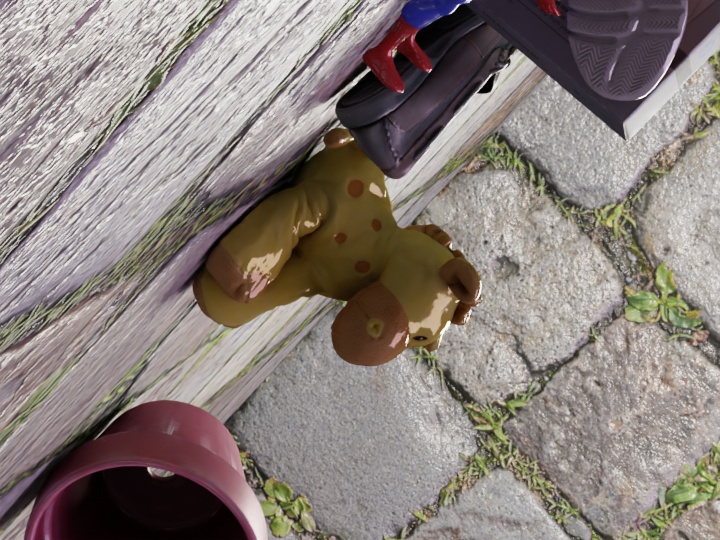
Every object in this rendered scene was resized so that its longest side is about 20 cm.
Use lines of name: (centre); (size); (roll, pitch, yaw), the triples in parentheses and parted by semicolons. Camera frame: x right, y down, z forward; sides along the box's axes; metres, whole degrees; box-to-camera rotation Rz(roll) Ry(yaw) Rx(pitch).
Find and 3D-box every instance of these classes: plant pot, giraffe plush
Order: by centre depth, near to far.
giraffe plush: (0.000, 0.000, 1.780); (0.200, 0.162, 0.173); (-46, 177, 4)
plant pot: (-0.173, 0.205, 2.100); (0.200, 0.200, 0.179); (-47, -167, 21)

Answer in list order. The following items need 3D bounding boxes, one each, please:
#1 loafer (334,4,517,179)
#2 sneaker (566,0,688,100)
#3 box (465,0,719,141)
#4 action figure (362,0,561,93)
loafer: (0.059, -0.132, 1.658); (0.072, 0.063, 0.200); (-9, -155, 48)
sneaker: (0.180, -0.212, 1.548); (0.112, 0.078, 0.200); (-45, 141, -63)
box: (0.184, -0.207, 1.607); (0.200, 0.156, 0.041); (-45, 162, -5)
action figure: (0.097, -0.173, 1.497); (0.200, 0.099, 0.065); (-51, 176, 36)
